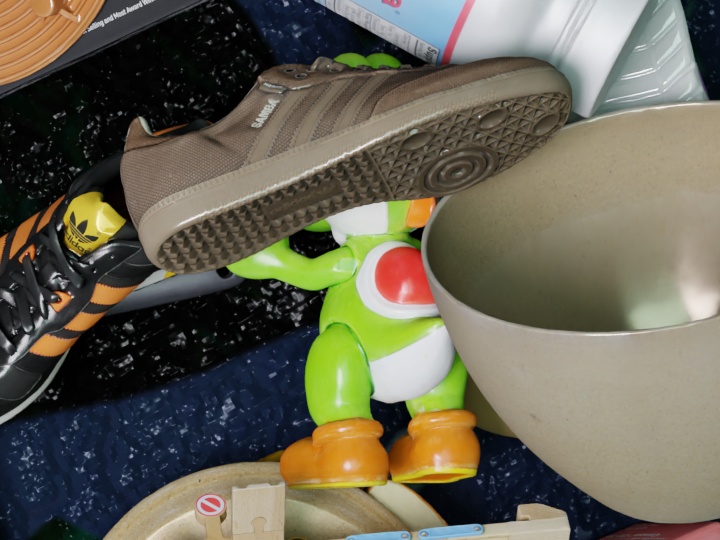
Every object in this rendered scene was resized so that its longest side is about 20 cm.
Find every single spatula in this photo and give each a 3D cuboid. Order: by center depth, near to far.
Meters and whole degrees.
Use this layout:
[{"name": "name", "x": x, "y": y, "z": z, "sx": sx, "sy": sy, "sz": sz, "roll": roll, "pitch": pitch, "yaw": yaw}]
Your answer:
[{"name": "spatula", "x": -0.151, "y": 0.019, "z": 1.297, "sx": 0.200, "sy": 0.021, "sz": 0.057, "roll": -12, "pitch": 93, "yaw": -3}]

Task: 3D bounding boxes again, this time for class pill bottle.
[{"name": "pill bottle", "x": 0.036, "y": -0.153, "z": 1.236, "sx": 0.200, "sy": 0.109, "sz": 0.109, "roll": 29, "pitch": 92, "yaw": 6}]

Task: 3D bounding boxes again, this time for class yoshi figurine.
[{"name": "yoshi figurine", "x": -0.004, "y": 0.001, "z": 1.266, "sx": 0.112, "sy": 0.112, "sz": 0.200, "roll": -5, "pitch": 86, "yaw": 14}]

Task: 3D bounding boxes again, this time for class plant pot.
[{"name": "plant pot", "x": 0.137, "y": 0.030, "z": 1.188, "sx": 0.200, "sy": 0.200, "sz": 0.135, "roll": -15, "pitch": 118, "yaw": -2}]

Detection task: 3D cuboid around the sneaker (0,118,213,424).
[{"name": "sneaker", "x": -0.138, "y": -0.003, "z": 1.238, "sx": 0.200, "sy": 0.090, "sz": 0.070, "roll": -38, "pitch": 78, "yaw": -17}]

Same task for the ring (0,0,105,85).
[{"name": "ring", "x": -0.191, "y": -0.177, "z": 1.199, "sx": 0.200, "sy": 0.019, "sz": 0.201, "roll": 9, "pitch": 109, "yaw": 26}]

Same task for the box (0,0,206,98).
[{"name": "box", "x": -0.158, "y": -0.167, "z": 1.224, "sx": 0.200, "sy": 0.050, "sz": 0.158, "roll": -21, "pitch": 96, "yaw": 30}]

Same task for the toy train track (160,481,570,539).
[{"name": "toy train track", "x": -0.006, "y": 0.123, "z": 1.231, "sx": 0.200, "sy": 0.033, "sz": 0.115, "roll": -4, "pitch": 133, "yaw": -8}]

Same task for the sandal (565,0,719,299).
[{"name": "sandal", "x": 0.133, "y": -0.077, "z": 1.293, "sx": 0.082, "sy": 0.050, "sz": 0.203, "roll": -26, "pitch": 83, "yaw": 14}]

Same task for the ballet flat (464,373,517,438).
[{"name": "ballet flat", "x": 0.140, "y": 0.050, "z": 1.293, "sx": 0.200, "sy": 0.063, "sz": 0.069, "roll": -1, "pitch": 94, "yaw": -3}]

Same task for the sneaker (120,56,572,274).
[{"name": "sneaker", "x": -0.010, "y": -0.067, "z": 1.188, "sx": 0.200, "sy": 0.070, "sz": 0.076, "roll": -19, "pitch": 61, "yaw": -5}]

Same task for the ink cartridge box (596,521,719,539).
[{"name": "ink cartridge box", "x": 0.089, "y": 0.200, "z": 1.253, "sx": 0.200, "sy": 0.067, "sz": 0.117, "roll": -17, "pitch": 95, "yaw": -34}]

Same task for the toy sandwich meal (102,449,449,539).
[{"name": "toy sandwich meal", "x": -0.041, "y": 0.176, "z": 1.292, "sx": 0.205, "sy": 0.070, "sz": 0.205, "roll": 0, "pitch": 93, "yaw": 0}]
